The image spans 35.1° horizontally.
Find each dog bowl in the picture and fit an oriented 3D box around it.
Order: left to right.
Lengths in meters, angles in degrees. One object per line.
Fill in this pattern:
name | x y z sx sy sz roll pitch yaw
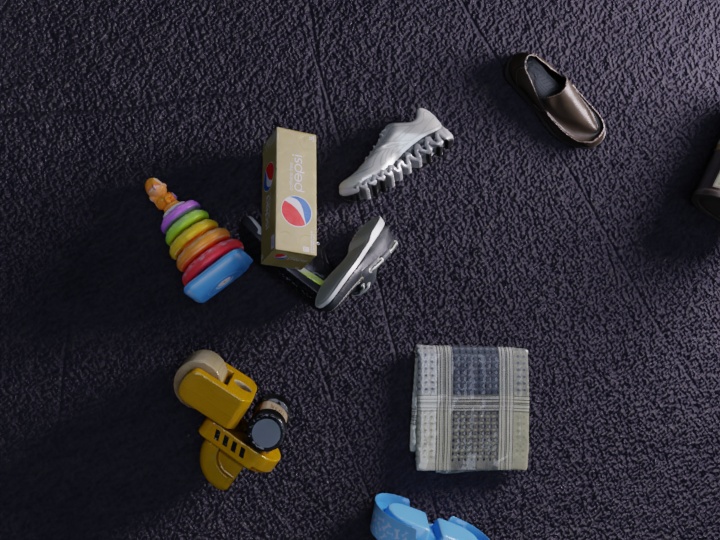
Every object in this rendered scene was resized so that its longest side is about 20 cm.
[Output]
dog bowl | 0.105 0.407 1.746 0.198 0.112 0.050 22 99 -7

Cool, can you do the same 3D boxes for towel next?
towel | 0.173 0.220 1.799 0.190 0.035 0.203 2 87 -11

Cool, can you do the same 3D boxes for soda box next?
soda box | -0.107 -0.108 1.704 0.067 0.064 0.202 9 67 -23

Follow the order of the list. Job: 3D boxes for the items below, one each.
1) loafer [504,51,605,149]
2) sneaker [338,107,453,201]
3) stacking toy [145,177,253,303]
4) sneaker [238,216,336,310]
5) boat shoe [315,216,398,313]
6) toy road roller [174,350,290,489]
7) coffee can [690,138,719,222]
loafer | 0.311 -0.268 1.802 0.199 0.071 0.073 39 84 -6
sneaker | 0.045 -0.177 1.770 0.199 0.075 0.081 -33 80 -10
stacking toy | -0.260 -0.061 1.714 0.109 0.116 0.201 -37 80 -2
sneaker | -0.099 -0.022 1.753 0.200 0.072 0.083 42 60 -7
boat shoe | 0.000 0.000 1.718 0.060 0.075 0.201 47 53 -16
toy road roller | -0.206 0.229 1.691 0.199 0.123 0.147 36 96 -4
coffee can | 0.635 -0.174 1.809 0.145 0.146 0.202 28 85 -7
